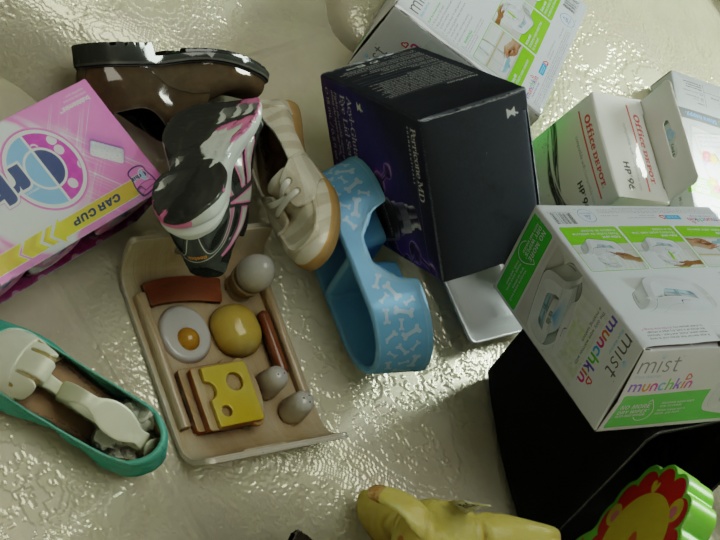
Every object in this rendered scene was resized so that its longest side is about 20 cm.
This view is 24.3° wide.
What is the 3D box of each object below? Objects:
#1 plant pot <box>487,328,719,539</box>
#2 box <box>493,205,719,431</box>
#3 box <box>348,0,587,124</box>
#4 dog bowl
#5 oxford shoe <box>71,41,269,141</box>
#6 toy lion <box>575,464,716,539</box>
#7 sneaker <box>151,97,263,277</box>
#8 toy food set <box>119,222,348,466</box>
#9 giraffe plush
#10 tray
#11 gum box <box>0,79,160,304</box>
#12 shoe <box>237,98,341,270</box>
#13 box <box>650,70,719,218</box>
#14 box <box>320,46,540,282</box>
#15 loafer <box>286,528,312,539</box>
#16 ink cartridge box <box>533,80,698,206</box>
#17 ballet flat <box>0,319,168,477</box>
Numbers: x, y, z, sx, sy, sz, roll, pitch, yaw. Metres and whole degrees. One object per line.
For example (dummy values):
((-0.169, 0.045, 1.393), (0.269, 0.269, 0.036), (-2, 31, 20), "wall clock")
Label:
((0.230, 0.117, 1.498), (0.200, 0.200, 0.178), (-7, 55, -38), "plant pot")
((0.245, 0.034, 1.376), (0.200, 0.097, 0.177), (-1, 42, -33), "box")
((0.110, -0.234, 1.646), (0.176, 0.097, 0.200), (34, 45, -8), "box")
((0.000, 0.000, 1.452), (0.049, 0.112, 0.200), (-16, 74, -21), "dog bowl")
((-0.164, -0.154, 1.462), (0.200, 0.073, 0.085), (-5, 91, -40), "oxford shoe")
((0.208, 0.251, 1.366), (0.069, 0.200, 0.192), (32, 64, -14), "toy lion")
((-0.123, -0.067, 1.371), (0.200, 0.080, 0.087), (-71, 155, -52), "sneaker")
((-0.101, 0.059, 1.374), (0.143, 0.060, 0.200), (-8, 68, -38), "toy food set")
((0.063, 0.266, 1.316), (0.172, 0.200, 0.163), (11, 79, 6), "giraffe plush")
((0.100, -0.025, 1.592), (0.107, 0.022, 0.200), (-11, 71, -38), "tray")
((-0.265, -0.057, 1.321), (0.114, 0.066, 0.200), (52, 47, 2), "gum box")
((-0.068, -0.078, 1.428), (0.053, 0.070, 0.200), (19, 34, -34), "shoe")
((0.402, -0.111, 1.844), (0.156, 0.041, 0.201), (14, 58, -28), "box")
((0.060, -0.097, 1.446), (0.104, 0.200, 0.148), (-18, 113, -20), "box")
((-0.093, 0.258, 1.264), (0.071, 0.073, 0.200), (53, 39, 10), "loafer")
((0.222, -0.090, 1.595), (0.068, 0.200, 0.116), (5, 61, -33), "ink cartridge box")
((-0.227, 0.088, 1.259), (0.200, 0.070, 0.067), (33, 63, -14), "ballet flat")
